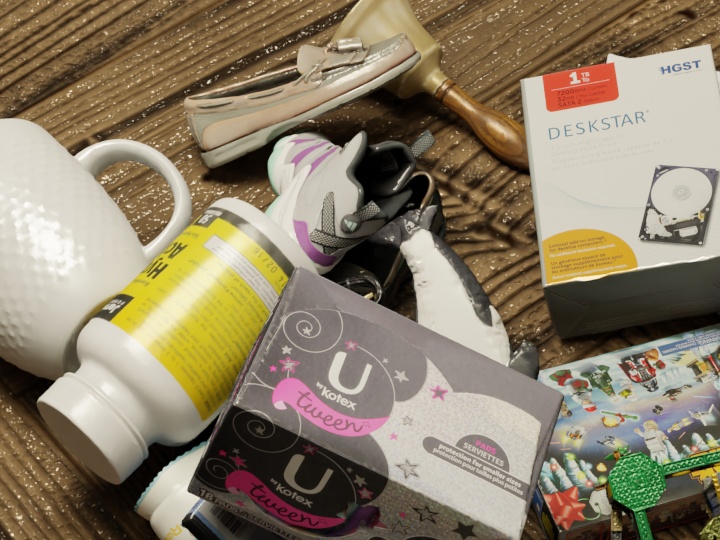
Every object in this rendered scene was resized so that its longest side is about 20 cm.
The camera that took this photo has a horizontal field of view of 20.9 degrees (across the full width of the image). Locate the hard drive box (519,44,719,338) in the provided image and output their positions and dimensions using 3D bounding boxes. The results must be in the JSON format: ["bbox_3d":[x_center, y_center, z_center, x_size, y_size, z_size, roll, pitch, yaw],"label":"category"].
[{"bbox_3d":[0.211,-0.062,1.501,0.155,0.077,0.200,-11,54,10],"label":"hard drive box"}]

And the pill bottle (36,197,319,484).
[{"bbox_3d":[-0.128,0.052,1.370,0.111,0.111,0.200,33,67,26],"label":"pill bottle"}]

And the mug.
[{"bbox_3d":[-0.218,-0.020,1.460,0.200,0.148,0.175,-39,61,-15],"label":"mug"}]

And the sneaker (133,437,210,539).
[{"bbox_3d":[-0.062,0.139,1.385,0.200,0.077,0.081,-35,77,-27],"label":"sneaker"}]

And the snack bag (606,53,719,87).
[{"bbox_3d":[0.286,-0.099,1.607,0.199,0.021,0.189,11,50,10],"label":"snack bag"}]

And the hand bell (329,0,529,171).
[{"bbox_3d":[0.077,-0.145,1.624,0.200,0.104,0.104,39,59,14],"label":"hand bell"}]

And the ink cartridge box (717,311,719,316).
[{"bbox_3d":[0.391,0.051,1.465,0.199,0.043,0.197,-17,51,-11],"label":"ink cartridge box"}]

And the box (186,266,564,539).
[{"bbox_3d":[0.011,0.112,1.265,0.200,0.115,0.132,25,48,-3],"label":"box"}]

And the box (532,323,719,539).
[{"bbox_3d":[0.210,0.119,1.411,0.199,0.040,0.137,-14,52,-11],"label":"box"}]

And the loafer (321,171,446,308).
[{"bbox_3d":[0.000,0.000,1.500,0.072,0.063,0.200,24,54,19],"label":"loafer"}]

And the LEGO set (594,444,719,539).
[{"bbox_3d":[0.241,0.199,1.298,0.153,0.116,0.200,-23,77,-2],"label":"LEGO set"}]

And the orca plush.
[{"bbox_3d":[0.062,0.059,1.407,0.105,0.071,0.200,-32,80,-3],"label":"orca plush"}]

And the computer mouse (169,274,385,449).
[{"bbox_3d":[-0.069,0.063,1.433,0.200,0.034,0.059,-37,60,-6],"label":"computer mouse"}]

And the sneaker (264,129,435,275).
[{"bbox_3d":[-0.002,-0.074,1.499,0.140,0.078,0.200,-33,27,21],"label":"sneaker"}]

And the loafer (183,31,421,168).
[{"bbox_3d":[-0.051,-0.150,1.577,0.200,0.063,0.072,-26,10,12],"label":"loafer"}]

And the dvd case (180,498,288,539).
[{"bbox_3d":[-0.015,0.151,1.353,0.143,0.018,0.200,46,57,-9],"label":"dvd case"}]
